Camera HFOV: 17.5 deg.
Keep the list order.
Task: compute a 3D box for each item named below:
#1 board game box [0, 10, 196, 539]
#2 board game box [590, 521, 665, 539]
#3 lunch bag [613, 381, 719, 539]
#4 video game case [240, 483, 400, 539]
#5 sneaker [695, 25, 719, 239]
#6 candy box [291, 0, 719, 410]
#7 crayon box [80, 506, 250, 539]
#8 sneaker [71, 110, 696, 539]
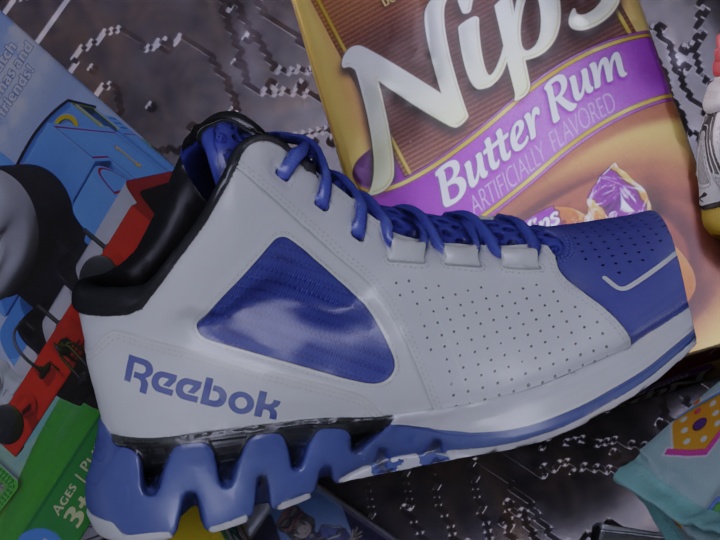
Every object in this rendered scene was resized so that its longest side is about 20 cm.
[{"bbox_3d":[-0.138,-0.004,0.698,0.037,0.200,0.152,13,66,53],"label":"board game box"},{"bbox_3d":[0.166,0.161,0.751,0.199,0.028,0.136,7,78,0],"label":"board game box"},{"bbox_3d":[0.201,0.090,0.689,0.170,0.122,0.200,-40,109,-13],"label":"lunch bag"},{"bbox_3d":[-0.009,0.197,0.783,0.182,0.023,0.200,34,84,13],"label":"video game case"},{"bbox_3d":[0.202,-0.019,0.772,0.199,0.078,0.083,16,91,-5],"label":"sneaker"},{"bbox_3d":[0.050,-0.047,0.815,0.116,0.056,0.201,-18,74,3],"label":"candy box"},{"bbox_3d":[-0.115,0.129,0.775,0.172,0.058,0.200,-31,65,0],"label":"crayon box"},{"bbox_3d":[-0.001,0.000,0.709,0.198,0.081,0.116,-18,105,-9],"label":"sneaker"}]
